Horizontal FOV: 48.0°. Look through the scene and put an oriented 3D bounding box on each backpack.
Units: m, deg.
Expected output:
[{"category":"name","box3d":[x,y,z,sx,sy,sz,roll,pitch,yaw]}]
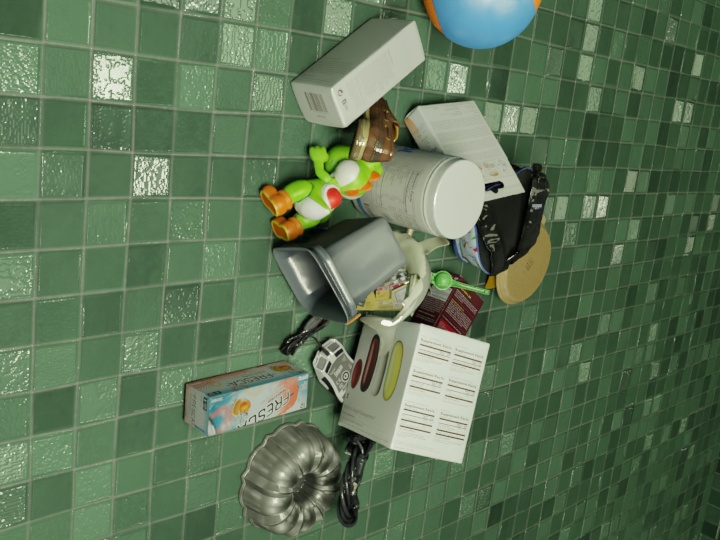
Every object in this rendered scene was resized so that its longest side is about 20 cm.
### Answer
[{"category":"backpack","box3d":[0.246,-0.096,1.539,0.199,0.154,0.192,-25,119,-25]}]

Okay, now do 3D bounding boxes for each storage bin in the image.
[{"category":"storage bin","box3d":[-0.022,-0.005,1.227,0.134,0.200,0.146,-33,103,-18]}]

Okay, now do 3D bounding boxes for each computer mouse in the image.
[{"category":"computer mouse","box3d":[-0.057,0.160,1.400,0.110,0.044,0.201,-51,128,-27]}]

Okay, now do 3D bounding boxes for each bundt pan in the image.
[{"category":"bundt pan","box3d":[-0.108,0.368,1.393,0.201,0.075,0.204,-18,116,-40]}]

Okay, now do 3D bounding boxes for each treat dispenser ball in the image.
[{"category":"treat dispenser ball","box3d":[0.199,-0.468,1.326,0.200,0.200,0.203,-17,116,-41]}]

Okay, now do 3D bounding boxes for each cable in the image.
[{"category":"cable","box3d":[-0.006,0.372,1.449,0.200,0.050,0.165,72,25,-81]}]

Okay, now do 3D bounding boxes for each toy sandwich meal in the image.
[{"category":"toy sandwich meal","box3d":[0.330,-0.029,1.712,0.204,0.070,0.207,-23,124,-39]}]

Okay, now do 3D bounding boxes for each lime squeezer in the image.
[{"category":"lime squeezer","box3d":[0.151,0.012,1.507,0.199,0.070,0.038,19,67,-36]}]

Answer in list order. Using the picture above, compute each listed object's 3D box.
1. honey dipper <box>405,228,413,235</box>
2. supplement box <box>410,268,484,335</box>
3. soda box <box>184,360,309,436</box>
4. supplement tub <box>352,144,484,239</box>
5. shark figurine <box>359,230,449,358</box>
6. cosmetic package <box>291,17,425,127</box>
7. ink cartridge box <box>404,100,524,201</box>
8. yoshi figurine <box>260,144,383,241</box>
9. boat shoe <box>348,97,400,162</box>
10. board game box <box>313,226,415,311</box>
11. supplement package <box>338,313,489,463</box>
[{"category":"honey dipper","box3d":[0.084,-0.054,1.474,0.038,0.038,0.202,14,96,-47]},{"category":"supplement box","box3d":[0.153,0.112,1.580,0.109,0.061,0.201,44,73,-43]},{"category":"soda box","box3d":[-0.175,0.197,1.268,0.199,0.068,0.064,-9,110,-45]},{"category":"supplement tub","box3d":[0.090,-0.134,1.329,0.131,0.199,0.133,-17,116,-41]},{"category":"shark figurine","box3d":[0.085,0.030,1.275,0.090,0.127,0.216,57,35,-46]},{"category":"cosmetic package","box3d":[-0.001,-0.309,1.251,0.200,0.101,0.074,-43,131,-25]},{"category":"ink cartridge box","box3d":[0.186,-0.204,1.432,0.161,0.050,0.201,-15,75,-41]},{"category":"yoshi figurine","box3d":[-0.062,-0.135,1.275,0.199,0.112,0.112,-30,84,-18]},{"category":"boat shoe","box3d":[0.026,-0.219,1.266,0.201,0.067,0.072,-80,-172,-59]},{"category":"board game box","box3d":[0.000,0.000,1.389,0.199,0.035,0.137,3,101,-39]},{"category":"supplement package","box3d":[0.086,0.194,1.362,0.146,0.191,0.202,18,83,-27]}]
